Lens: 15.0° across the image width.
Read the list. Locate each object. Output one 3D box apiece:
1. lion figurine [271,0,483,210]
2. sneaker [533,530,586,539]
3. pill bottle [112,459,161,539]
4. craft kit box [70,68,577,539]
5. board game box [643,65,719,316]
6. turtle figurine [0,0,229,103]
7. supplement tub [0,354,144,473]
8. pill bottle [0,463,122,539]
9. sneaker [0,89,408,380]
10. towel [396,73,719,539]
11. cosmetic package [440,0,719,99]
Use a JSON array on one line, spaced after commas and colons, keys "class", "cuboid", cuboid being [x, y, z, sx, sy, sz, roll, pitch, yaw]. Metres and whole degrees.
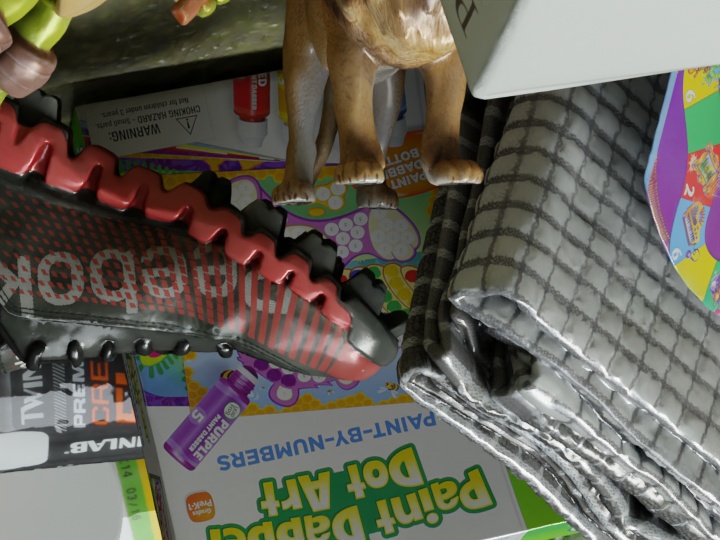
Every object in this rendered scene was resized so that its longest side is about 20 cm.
[{"class": "lion figurine", "cuboid": [0.003, -0.086, 0.932, 0.072, 0.124, 0.200, -1, 176, -22]}, {"class": "sneaker", "cuboid": [0.092, 0.055, 1.151, 0.075, 0.201, 0.105, 20, 147, 4]}, {"class": "pill bottle", "cuboid": [-0.031, 0.070, 1.270, 0.198, 0.112, 0.111, -14, 158, -6]}, {"class": "craft kit box", "cuboid": [0.004, 0.017, 1.055, 0.198, 0.199, 0.049, -12, 170, -13]}, {"class": "board game box", "cuboid": [0.173, -0.073, 0.941, 0.039, 0.202, 0.157, 16, -177, 44]}, {"class": "turtle figurine", "cuboid": [-0.092, -0.103, 0.875, 0.161, 0.064, 0.200, -42, 173, 2]}, {"class": "supplement tub", "cuboid": [-0.122, 0.027, 1.106, 0.198, 0.108, 0.107, -6, 156, -12]}, {"class": "pill bottle", "cuboid": [-0.191, 0.122, 1.226, 0.114, 0.115, 0.200, 0, 166, -34]}, {"class": "sneaker", "cuboid": [-0.083, 0.004, 0.986, 0.199, 0.098, 0.071, 25, 180, -2]}, {"class": "towel", "cuboid": [0.102, 0.011, 0.993, 0.200, 0.166, 0.085, 37, 141, -28]}, {"class": "cosmetic package", "cuboid": [0.105, -0.172, 0.732, 0.164, 0.166, 0.200, -9, 155, -18]}]
